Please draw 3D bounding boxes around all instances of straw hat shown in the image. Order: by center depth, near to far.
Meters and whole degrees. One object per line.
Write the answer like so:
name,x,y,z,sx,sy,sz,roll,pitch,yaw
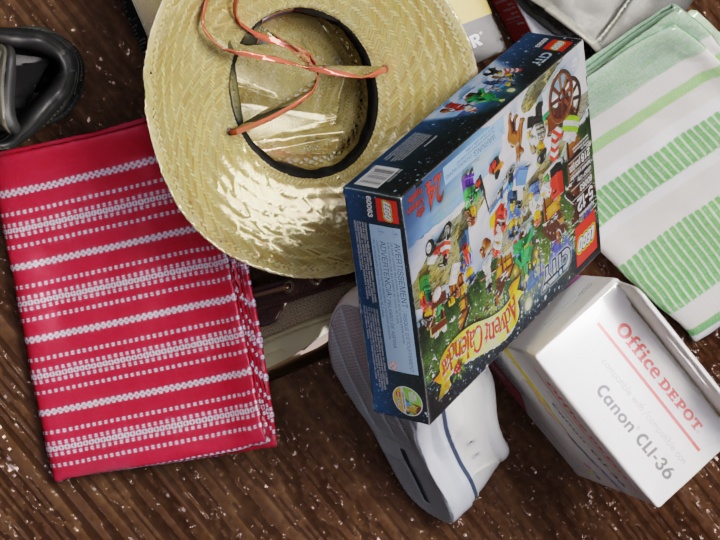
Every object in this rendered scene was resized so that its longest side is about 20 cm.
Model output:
straw hat,-0.035,-0.102,1.328,0.199,0.085,0.203,-2,100,-14

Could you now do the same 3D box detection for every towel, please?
towel,-0.132,0.015,1.370,0.144,0.022,0.202,-9,95,14
towel,0.193,-0.054,1.397,0.152,0.023,0.200,-35,119,27

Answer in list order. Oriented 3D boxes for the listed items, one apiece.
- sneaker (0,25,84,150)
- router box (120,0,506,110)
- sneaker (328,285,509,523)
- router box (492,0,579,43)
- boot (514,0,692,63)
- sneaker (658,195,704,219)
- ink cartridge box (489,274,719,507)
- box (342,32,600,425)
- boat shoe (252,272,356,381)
sneaker,-0.249,-0.090,1.327,0.198,0.114,0.077,-17,92,-9
router box,-0.035,-0.163,1.398,0.199,0.052,0.158,-25,96,-10
sneaker,0.037,0.064,1.376,0.073,0.201,0.071,28,65,33
router box,0.147,-0.251,1.435,0.199,0.049,0.180,-29,97,-10
boot,0.208,-0.191,1.388,0.181,0.073,0.201,33,78,3
sneaker,0.239,-0.085,1.453,0.199,0.073,0.115,-3,98,-4
ink cartridge box,0.141,0.067,1.363,0.067,0.200,0.117,-42,98,-8
box,0.066,-0.027,1.293,0.200,0.037,0.137,-42,133,-45
boat shoe,0.000,0.000,1.398,0.199,0.072,0.072,-26,81,4
